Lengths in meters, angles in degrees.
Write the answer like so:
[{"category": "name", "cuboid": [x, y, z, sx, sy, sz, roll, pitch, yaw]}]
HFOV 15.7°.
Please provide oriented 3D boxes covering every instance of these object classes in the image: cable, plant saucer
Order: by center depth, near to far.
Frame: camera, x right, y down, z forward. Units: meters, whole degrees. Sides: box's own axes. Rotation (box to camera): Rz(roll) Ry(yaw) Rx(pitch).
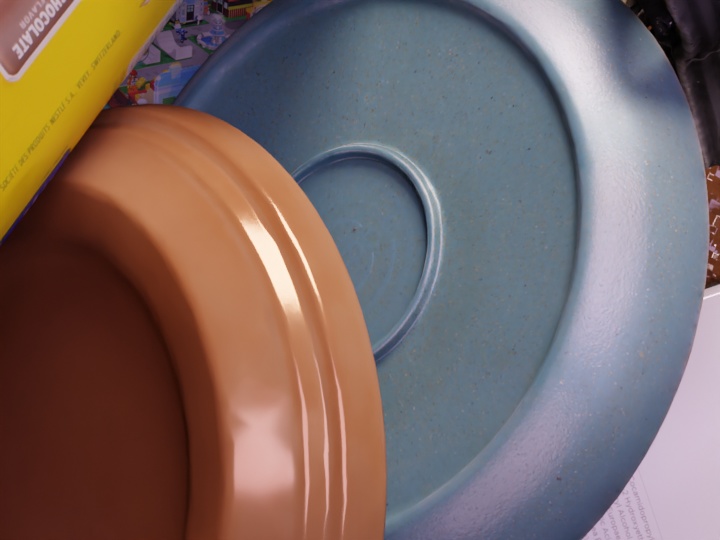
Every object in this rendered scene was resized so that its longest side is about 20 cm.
[{"category": "plant saucer", "cuboid": [-0.073, 0.055, 0.705, 0.037, 0.199, 0.202, 3, 77, -43]}, {"category": "plant saucer", "cuboid": [0.000, 0.000, 0.709, 0.027, 0.199, 0.202, 25, 71, -50]}, {"category": "cable", "cuboid": [0.084, -0.066, 0.754, 0.050, 0.200, 0.098, -21, 95, 9]}]

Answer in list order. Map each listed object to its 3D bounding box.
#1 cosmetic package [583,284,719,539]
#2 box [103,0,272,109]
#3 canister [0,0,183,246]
[{"category": "cosmetic package", "cuboid": [0.094, 0.053, 0.777, 0.199, 0.108, 0.085, -17, 83, -12]}, {"category": "box", "cuboid": [-0.053, -0.074, 0.810, 0.198, 0.035, 0.111, 4, 79, -10]}, {"category": "canister", "cuboid": [-0.144, -0.045, 0.688, 0.148, 0.087, 0.201, 14, 58, 35]}]
